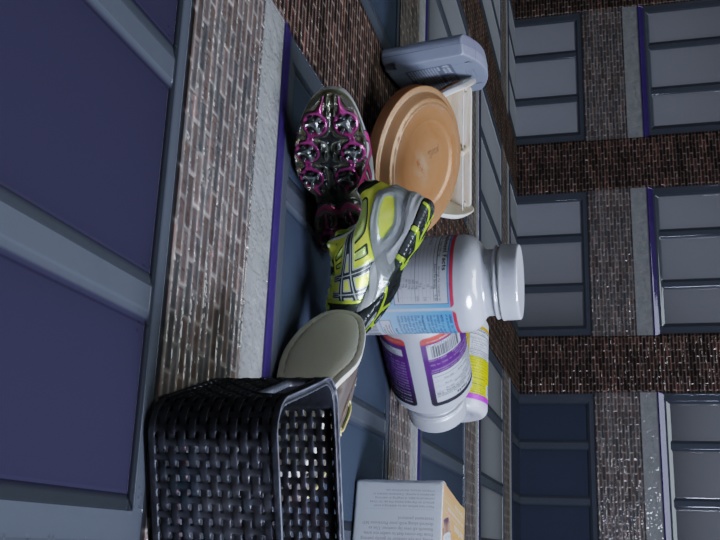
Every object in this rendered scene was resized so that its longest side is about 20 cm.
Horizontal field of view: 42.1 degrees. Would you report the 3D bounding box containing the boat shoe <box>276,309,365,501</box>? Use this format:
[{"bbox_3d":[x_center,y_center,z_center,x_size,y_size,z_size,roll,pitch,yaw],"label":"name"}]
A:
[{"bbox_3d":[-0.040,0.117,0.835,0.200,0.071,0.060,-70,159,-47],"label":"boat shoe"}]

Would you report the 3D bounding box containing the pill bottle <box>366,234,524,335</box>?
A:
[{"bbox_3d":[0.078,0.016,1.037,0.109,0.199,0.110,-2,90,-75],"label":"pill bottle"}]

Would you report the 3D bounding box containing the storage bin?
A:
[{"bbox_3d":[-0.074,0.180,0.653,0.135,0.093,0.201,-5,92,-75],"label":"storage bin"}]

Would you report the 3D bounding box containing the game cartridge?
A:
[{"bbox_3d":[0.116,-0.293,1.357,0.200,0.132,0.041,11,75,-75],"label":"game cartridge"}]

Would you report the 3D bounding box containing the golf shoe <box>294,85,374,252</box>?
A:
[{"bbox_3d":[-0.023,-0.108,0.937,0.201,0.072,0.092,85,8,-47],"label":"golf shoe"}]

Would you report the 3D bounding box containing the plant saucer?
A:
[{"bbox_3d":[0.078,-0.142,1.233,0.200,0.032,0.202,-22,118,-50],"label":"plant saucer"}]

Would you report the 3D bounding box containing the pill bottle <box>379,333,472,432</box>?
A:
[{"bbox_3d":[0.088,0.116,1.233,0.112,0.111,0.201,-74,157,-49],"label":"pill bottle"}]

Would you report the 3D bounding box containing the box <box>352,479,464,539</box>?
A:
[{"bbox_3d":[0.056,0.359,1.088,0.152,0.106,0.201,59,32,-61],"label":"box"}]

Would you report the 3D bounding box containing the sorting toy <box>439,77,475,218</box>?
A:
[{"bbox_3d":[0.090,-0.162,1.331,0.180,0.106,0.201,-40,132,-59],"label":"sorting toy"}]

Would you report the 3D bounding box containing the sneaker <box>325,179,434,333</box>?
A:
[{"bbox_3d":[0.000,0.000,0.924,0.201,0.076,0.075,-62,170,22],"label":"sneaker"}]

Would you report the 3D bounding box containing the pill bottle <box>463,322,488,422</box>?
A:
[{"bbox_3d":[0.150,0.132,1.480,0.104,0.104,0.201,57,34,-62],"label":"pill bottle"}]
